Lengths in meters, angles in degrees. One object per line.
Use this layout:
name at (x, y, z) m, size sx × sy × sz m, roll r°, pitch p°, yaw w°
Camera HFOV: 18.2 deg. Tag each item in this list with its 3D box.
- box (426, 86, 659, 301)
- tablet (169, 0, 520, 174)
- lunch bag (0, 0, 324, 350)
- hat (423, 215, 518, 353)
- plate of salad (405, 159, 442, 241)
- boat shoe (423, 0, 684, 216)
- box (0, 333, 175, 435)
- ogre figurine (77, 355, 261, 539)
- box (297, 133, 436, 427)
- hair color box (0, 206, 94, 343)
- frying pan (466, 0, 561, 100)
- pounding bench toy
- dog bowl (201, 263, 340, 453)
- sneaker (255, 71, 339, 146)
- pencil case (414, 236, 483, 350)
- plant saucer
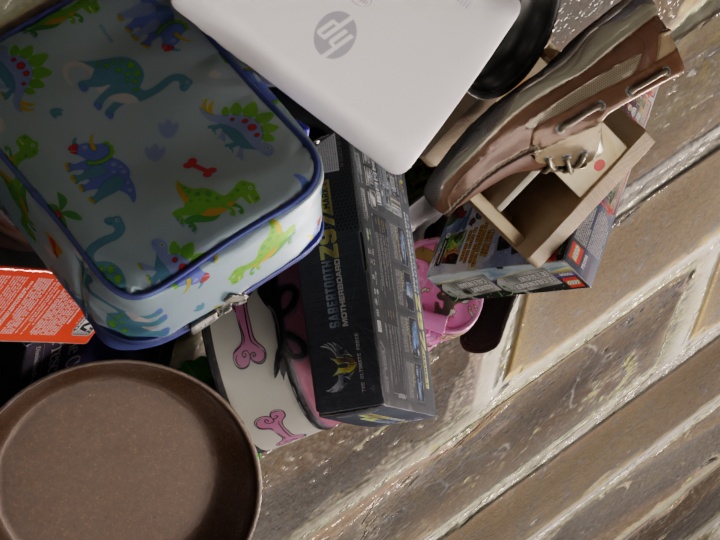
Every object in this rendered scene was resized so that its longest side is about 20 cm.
box at (0.139, -0.075, 1.675) m, size 0.040 × 0.136 × 0.201 m, roll 40°, pitch 59°, yaw -34°
tablet at (-0.005, -0.153, 1.284) m, size 0.200 × 0.014 × 0.131 m, roll 35°, pitch 91°, yaw -35°
lunch bag at (-0.122, -0.065, 1.275) m, size 0.160 × 0.200 × 0.083 m, roll -34°, pitch 156°, yaw -20°
hat at (0.099, -0.037, 1.809) m, size 0.201 × 0.080 × 0.202 m, roll -158°, pitch -90°, yaw -80°
plate of salad at (0.000, -0.021, 1.742) m, size 0.200 × 0.048 × 0.200 m, roll -40°, pitch 177°, yaw -2°
boat shoe at (0.130, -0.097, 1.477) m, size 0.200 × 0.072 × 0.076 m, roll -40°, pitch -176°, yaw -1°
box at (-0.201, 0.058, 1.524) m, size 0.141 × 0.079 × 0.201 m, roll -31°, pitch 154°, yaw -33°
ogre figurine at (-0.143, 0.147, 1.564) m, size 0.120 × 0.098 × 0.201 m, roll 24°, pitch 96°, yaw -48°
box at (0.000, 0.000, 1.496) m, size 0.051 × 0.202 × 0.158 m, roll -9°, pitch 172°, yaw 14°
hair color box at (-0.231, -0.012, 1.318) m, size 0.061 × 0.102 × 0.200 m, roll -50°, pitch 157°, yaw 17°
frying pan at (0.066, -0.159, 1.393) m, size 0.189 × 0.031 × 0.116 m, roll -15°, pitch 122°, yaw -49°
pounding bench toy at (0.082, -0.130, 1.618) m, size 0.124 × 0.200 × 0.156 m, roll -46°, pitch 125°, yaw 4°
dog bowl at (-0.048, 0.022, 1.547) m, size 0.073 × 0.202 × 0.200 m, roll -7°, pitch 162°, yaw 14°
sneaker at (-0.064, -0.056, 1.389) m, size 0.073 × 0.113 × 0.199 m, roll 11°, pitch 167°, yaw -29°
pencil case at (0.031, 0.043, 1.800) m, size 0.082 × 0.087 × 0.200 m, roll -18°, pitch 166°, yaw -26°
plant saucer at (-0.165, 0.143, 1.475) m, size 0.198 × 0.037 × 0.202 m, roll -5°, pitch 113°, yaw -12°
